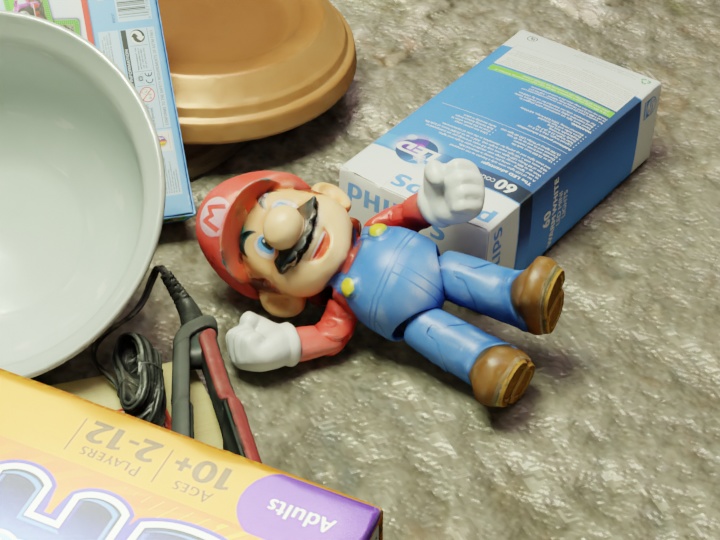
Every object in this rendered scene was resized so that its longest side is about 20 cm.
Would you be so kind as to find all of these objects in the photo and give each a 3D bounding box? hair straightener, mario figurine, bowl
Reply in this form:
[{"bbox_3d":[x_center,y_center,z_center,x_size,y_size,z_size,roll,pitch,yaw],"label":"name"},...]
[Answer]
[{"bbox_3d":[-0.096,0.061,0.930,0.077,0.041,0.200,-5,38,-12],"label":"hair straightener"},{"bbox_3d":[0.000,0.000,1.017,0.200,0.106,0.123,20,42,18],"label":"mario figurine"},{"bbox_3d":[-0.192,-0.028,1.007,0.201,0.090,0.202,-1,76,5],"label":"bowl"}]

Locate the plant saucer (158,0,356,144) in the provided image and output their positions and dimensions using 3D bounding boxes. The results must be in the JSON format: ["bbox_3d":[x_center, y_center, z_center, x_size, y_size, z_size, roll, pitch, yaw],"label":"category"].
[{"bbox_3d":[-0.101,-0.148,1.210,0.200,0.038,0.200,3,38,-2],"label":"plant saucer"}]

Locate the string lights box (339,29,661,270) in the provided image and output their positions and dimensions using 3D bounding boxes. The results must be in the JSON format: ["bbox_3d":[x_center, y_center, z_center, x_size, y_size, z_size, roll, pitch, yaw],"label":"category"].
[{"bbox_3d":[0.084,-0.065,1.145,0.103,0.059,0.200,25,42,26],"label":"string lights box"}]

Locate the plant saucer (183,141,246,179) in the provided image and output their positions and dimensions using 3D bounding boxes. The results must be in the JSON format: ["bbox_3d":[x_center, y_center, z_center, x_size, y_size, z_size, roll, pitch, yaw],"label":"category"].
[{"bbox_3d":[-0.161,-0.115,1.215,0.200,0.030,0.200,3,37,-2],"label":"plant saucer"}]

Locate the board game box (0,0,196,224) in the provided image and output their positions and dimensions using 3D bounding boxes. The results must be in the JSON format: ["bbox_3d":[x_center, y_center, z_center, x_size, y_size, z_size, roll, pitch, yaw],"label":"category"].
[{"bbox_3d":[-0.205,-0.088,1.091,0.200,0.152,0.037,-9,-3,-18],"label":"board game box"}]

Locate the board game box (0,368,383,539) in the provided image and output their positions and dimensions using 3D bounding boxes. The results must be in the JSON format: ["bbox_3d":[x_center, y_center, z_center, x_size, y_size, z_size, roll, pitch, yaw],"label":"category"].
[{"bbox_3d":[-0.120,0.181,0.669,0.199,0.200,0.200,17,49,17],"label":"board game box"}]

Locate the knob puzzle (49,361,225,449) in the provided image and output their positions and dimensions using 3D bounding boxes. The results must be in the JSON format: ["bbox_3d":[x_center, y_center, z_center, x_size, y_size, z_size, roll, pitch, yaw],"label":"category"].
[{"bbox_3d":[-0.147,0.126,0.899,0.219,0.031,0.220,3,38,-2],"label":"knob puzzle"}]
